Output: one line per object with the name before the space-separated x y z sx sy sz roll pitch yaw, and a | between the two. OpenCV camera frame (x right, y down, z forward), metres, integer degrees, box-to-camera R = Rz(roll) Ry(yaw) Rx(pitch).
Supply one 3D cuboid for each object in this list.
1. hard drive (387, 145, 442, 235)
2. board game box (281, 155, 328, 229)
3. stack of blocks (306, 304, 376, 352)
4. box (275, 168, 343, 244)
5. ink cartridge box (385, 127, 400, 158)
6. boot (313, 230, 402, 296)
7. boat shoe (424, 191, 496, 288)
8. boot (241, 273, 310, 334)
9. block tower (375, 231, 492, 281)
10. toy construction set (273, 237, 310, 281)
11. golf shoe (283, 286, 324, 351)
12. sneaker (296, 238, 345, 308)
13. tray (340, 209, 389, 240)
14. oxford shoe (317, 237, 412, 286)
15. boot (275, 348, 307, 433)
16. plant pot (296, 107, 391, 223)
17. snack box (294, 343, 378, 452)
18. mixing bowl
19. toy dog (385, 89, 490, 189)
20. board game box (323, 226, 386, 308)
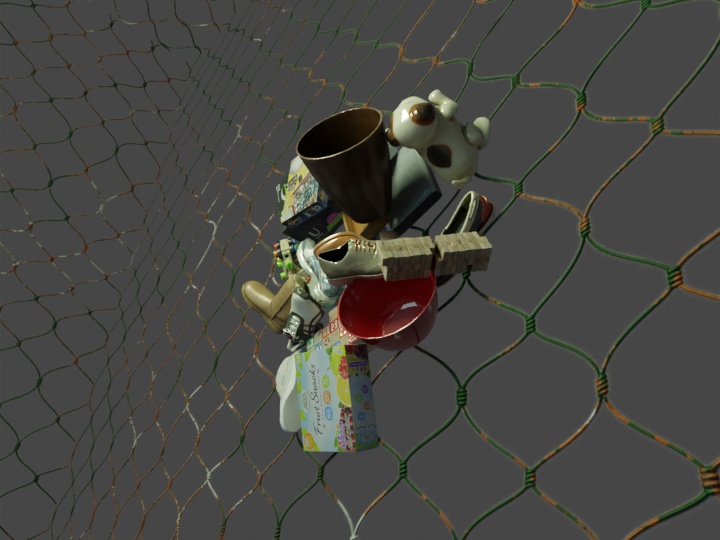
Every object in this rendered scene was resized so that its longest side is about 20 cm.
hard drive | 0.105 -0.191 1.295 0.140 0.033 0.201 -43 40 28
board game box | -0.129 -0.215 1.405 0.135 0.035 0.201 -25 49 40
stack of blocks | -0.035 0.141 1.252 0.200 0.058 0.116 -39 42 33
box | -0.131 -0.186 1.528 0.149 0.124 0.201 -45 38 27
ink cartridge box | 0.007 -0.265 1.399 0.199 0.041 0.200 -15 32 49
boot | 0.000 0.000 1.215 0.077 0.199 0.156 90 175 -60
boat shoe | 0.177 -0.057 1.089 0.200 0.062 0.071 -56 37 15
boot | -0.199 0.057 1.428 0.066 0.175 0.200 -45 1 -40
block tower | 0.128 -0.025 1.020 0.054 0.199 0.058 -109 18 -50
toy construction set | -0.172 -0.013 1.469 0.200 0.092 0.132 30 138 62
golf shoe | -0.132 0.116 1.297 0.077 0.200 0.088 32 60 21
sneaker | -0.083 -0.009 1.343 0.086 0.077 0.200 -43 50 22
tray | 0.005 -0.140 1.344 0.099 0.037 0.200 -46 31 20
oxford shoe | 0.011 -0.028 1.087 0.199 0.074 0.071 -19 38 18
boot | -0.160 0.285 1.331 0.095 0.073 0.201 -32 37 47
plant pot | -0.009 -0.203 1.197 0.186 0.200 0.187 -17 37 13
snack box | -0.052 0.256 1.145 0.168 0.067 0.201 -17 75 46
mixing bowl | 0.068 0.078 1.082 0.199 0.109 0.201 -20 40 17
toy dog | 0.141 -0.264 1.144 0.139 0.199 0.195 -20 54 47
board game box | -0.021 -0.008 1.345 0.200 0.036 0.152 -25 51 45
